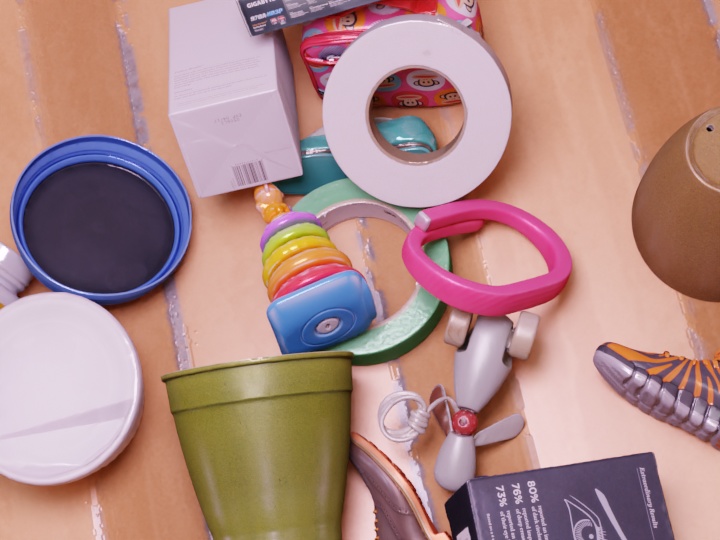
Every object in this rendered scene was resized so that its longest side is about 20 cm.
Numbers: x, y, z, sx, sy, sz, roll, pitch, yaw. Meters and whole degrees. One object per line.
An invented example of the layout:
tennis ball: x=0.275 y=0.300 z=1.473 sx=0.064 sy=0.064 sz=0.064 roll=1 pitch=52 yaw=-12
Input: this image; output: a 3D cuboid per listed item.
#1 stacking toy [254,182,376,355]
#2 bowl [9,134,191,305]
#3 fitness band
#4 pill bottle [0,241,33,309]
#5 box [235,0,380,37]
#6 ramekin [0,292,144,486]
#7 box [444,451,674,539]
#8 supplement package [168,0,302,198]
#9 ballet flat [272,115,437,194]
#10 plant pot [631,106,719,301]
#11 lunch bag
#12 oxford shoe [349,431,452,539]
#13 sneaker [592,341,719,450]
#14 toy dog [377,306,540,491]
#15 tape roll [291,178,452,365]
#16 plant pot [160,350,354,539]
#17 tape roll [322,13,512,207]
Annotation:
stacking toy: x=-0.068 y=-0.018 z=1.610 sx=0.109 sy=0.116 sz=0.201 roll=-23 pitch=56 yaw=-5
bowl: x=-0.286 y=-0.054 z=1.689 sx=0.199 sy=0.039 sz=0.202 roll=7 pitch=62 yaw=-13
fitness band: x=0.134 y=-0.016 z=1.589 sx=0.199 sy=0.038 sz=0.144 roll=-15 pitch=48 yaw=-43
pill bottle: x=-0.443 y=0.059 z=1.677 sx=0.109 sy=0.109 sz=0.201 roll=31 pitch=79 yaw=17
box: x=-0.020 y=-0.319 z=1.607 sx=0.199 sy=0.046 sz=0.159 roll=-13 pitch=29 yaw=16
ramekin: x=-0.322 y=0.132 z=1.637 sx=0.201 sy=0.094 sz=0.204 roll=-1 pitch=76 yaw=5
box: x=0.197 y=0.270 z=1.487 sx=0.198 sy=0.104 sz=0.149 roll=-5 pitch=70 yaw=-12
supplement package: x=-0.136 y=-0.197 z=1.666 sx=0.120 sy=0.120 sz=0.201 roll=-12 pitch=43 yaw=5
ballet flat: x=-0.013 y=-0.132 z=1.703 sx=0.198 sy=0.068 sz=0.071 roll=-9 pitch=47 yaw=6
plant pot: x=0.368 y=-0.085 z=1.550 sx=0.185 sy=0.200 sz=0.188 roll=-3 pitch=72 yaw=9
lunch bag: x=0.036 y=-0.249 z=1.665 sx=0.198 sy=0.176 sz=0.083 roll=-1 pitch=67 yaw=10
oxford shoe: x=0.035 y=0.255 z=1.563 sx=0.073 sy=0.071 sz=0.200 roll=-37 pitch=71 yaw=0
sneaker: x=0.343 y=0.103 z=1.567 sx=0.199 sy=0.078 sz=0.112 roll=29 pitch=75 yaw=5
toy dog: x=0.118 y=0.121 z=1.595 sx=0.132 sy=0.096 sz=0.201 roll=36 pitch=94 yaw=10
tape roll: x=0.000 y=0.000 z=1.660 sx=0.199 sy=0.048 sz=0.202 roll=-3 pitch=72 yaw=9
plant pot: x=-0.092 y=0.191 z=1.552 sx=0.199 sy=0.200 sz=0.195 roll=-8 pitch=83 yaw=6
tape roll: x=0.060 y=-0.167 z=1.600 sx=0.201 sy=0.037 sz=0.204 roll=2 pitch=110 yaw=7
